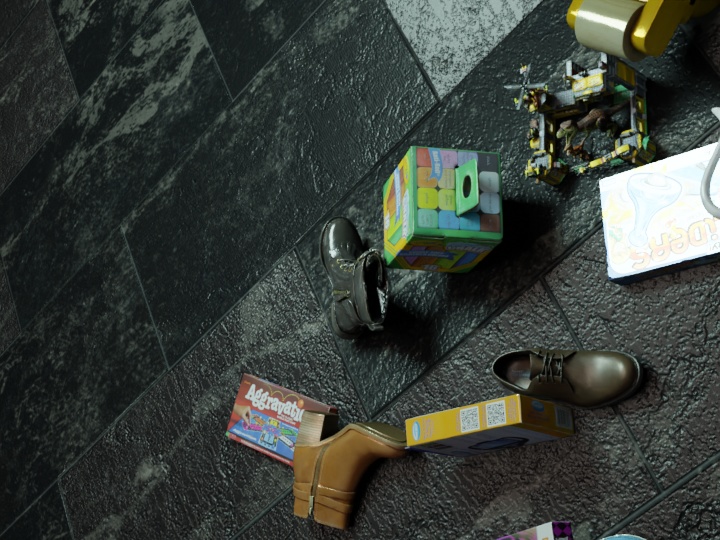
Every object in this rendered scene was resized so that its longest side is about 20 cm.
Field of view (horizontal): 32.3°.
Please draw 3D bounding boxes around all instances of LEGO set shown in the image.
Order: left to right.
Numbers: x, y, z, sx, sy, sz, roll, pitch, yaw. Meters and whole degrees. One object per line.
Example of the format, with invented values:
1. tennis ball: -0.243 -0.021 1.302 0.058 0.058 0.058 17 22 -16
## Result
1. LEGO set: 0.270 -0.193 1.572 0.200 0.116 0.154 0 77 43

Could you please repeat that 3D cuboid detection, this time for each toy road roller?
1. toy road roller: 0.362 -0.337 1.506 0.123 0.146 0.200 31 93 44

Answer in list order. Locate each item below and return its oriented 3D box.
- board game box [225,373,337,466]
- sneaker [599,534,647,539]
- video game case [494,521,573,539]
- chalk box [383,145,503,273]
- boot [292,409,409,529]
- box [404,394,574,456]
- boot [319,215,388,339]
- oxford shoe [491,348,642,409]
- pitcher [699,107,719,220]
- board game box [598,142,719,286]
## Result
1. board game box: -0.122 0.230 1.876 0.200 0.019 0.103 15 87 44
2. sneaker: 0.308 0.333 1.398 0.200 0.090 0.079 -14 68 43
3. video game case: 0.191 0.408 1.481 0.200 0.036 0.182 -35 55 52
4. chalk box: 0.110 -0.083 1.620 0.200 0.124 0.125 125 147 -70
5. boot: -0.013 0.285 1.732 0.200 0.074 0.155 6 89 43
6. box: 0.152 0.199 1.563 0.200 0.119 0.042 -16 67 38
7. boot: 0.000 0.000 1.744 0.174 0.069 0.200 134 129 -70
8. oxford shoe: 0.248 0.129 1.521 0.200 0.084 0.073 -7 71 39
9. pitcher: 0.450 -0.158 1.380 0.171 0.121 0.200 -11 72 7
10. board game box: 0.385 -0.070 1.487 0.200 0.034 0.136 -18 66 38
